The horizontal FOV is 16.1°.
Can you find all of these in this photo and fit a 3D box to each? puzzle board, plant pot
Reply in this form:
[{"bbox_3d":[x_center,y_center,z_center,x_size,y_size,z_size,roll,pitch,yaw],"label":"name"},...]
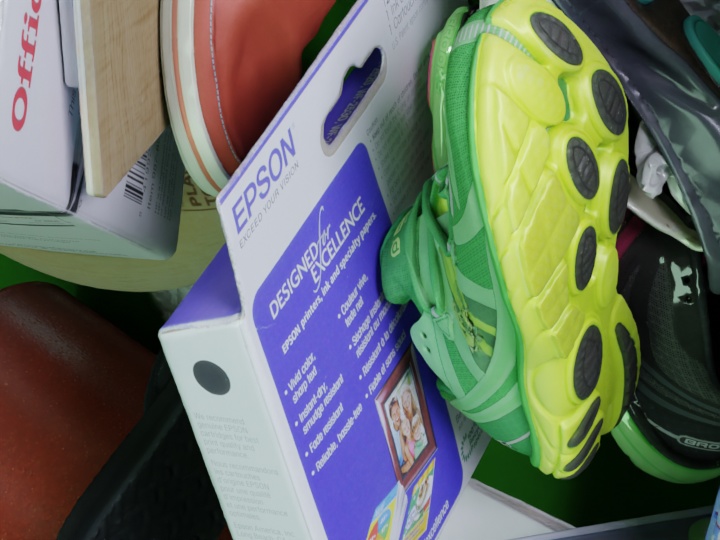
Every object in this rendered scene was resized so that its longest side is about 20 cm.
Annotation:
[{"bbox_3d":[-0.069,-0.144,0.817,0.017,0.151,0.200,5,117,15],"label":"puzzle board"},{"bbox_3d":[-0.114,0.120,1.110,0.195,0.201,0.201,39,142,19],"label":"plant pot"}]

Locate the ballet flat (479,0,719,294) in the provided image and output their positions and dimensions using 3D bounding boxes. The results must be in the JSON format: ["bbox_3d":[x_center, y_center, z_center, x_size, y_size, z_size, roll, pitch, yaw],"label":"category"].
[{"bbox_3d":[0.082,-0.075,0.826,0.200,0.073,0.073,54,141,-6],"label":"ballet flat"}]

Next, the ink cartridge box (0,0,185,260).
[{"bbox_3d":[-0.119,-0.089,0.846,0.084,0.145,0.200,4,173,13],"label":"ink cartridge box"}]

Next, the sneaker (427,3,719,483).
[{"bbox_3d":[0.094,-0.017,0.895,0.084,0.077,0.200,-23,114,35],"label":"sneaker"}]

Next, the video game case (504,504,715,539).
[{"bbox_3d":[0.139,0.139,0.853,0.182,0.200,0.023,39,123,42],"label":"video game case"}]

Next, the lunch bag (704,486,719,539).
[{"bbox_3d":[0.168,0.045,0.804,0.076,0.160,0.200,26,138,22],"label":"lunch bag"}]

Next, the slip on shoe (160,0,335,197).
[{"bbox_3d":[-0.019,-0.118,0.838,0.061,0.074,0.200,17,99,20],"label":"slip on shoe"}]

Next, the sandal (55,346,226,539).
[{"bbox_3d":[-0.054,0.042,0.987,0.048,0.200,0.075,35,174,47],"label":"sandal"}]

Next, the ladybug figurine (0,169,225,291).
[{"bbox_3d":[-0.104,-0.060,1.017,0.200,0.072,0.136,9,130,36],"label":"ladybug figurine"}]

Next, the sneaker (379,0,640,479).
[{"bbox_3d":[0.041,-0.006,0.817,0.084,0.074,0.200,20,144,23],"label":"sneaker"}]

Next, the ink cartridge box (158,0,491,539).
[{"bbox_3d":[0.000,0.000,0.881,0.043,0.198,0.200,4,127,25],"label":"ink cartridge box"}]

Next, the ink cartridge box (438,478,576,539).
[{"bbox_3d":[0.077,0.205,0.992,0.145,0.147,0.200,26,160,25],"label":"ink cartridge box"}]
